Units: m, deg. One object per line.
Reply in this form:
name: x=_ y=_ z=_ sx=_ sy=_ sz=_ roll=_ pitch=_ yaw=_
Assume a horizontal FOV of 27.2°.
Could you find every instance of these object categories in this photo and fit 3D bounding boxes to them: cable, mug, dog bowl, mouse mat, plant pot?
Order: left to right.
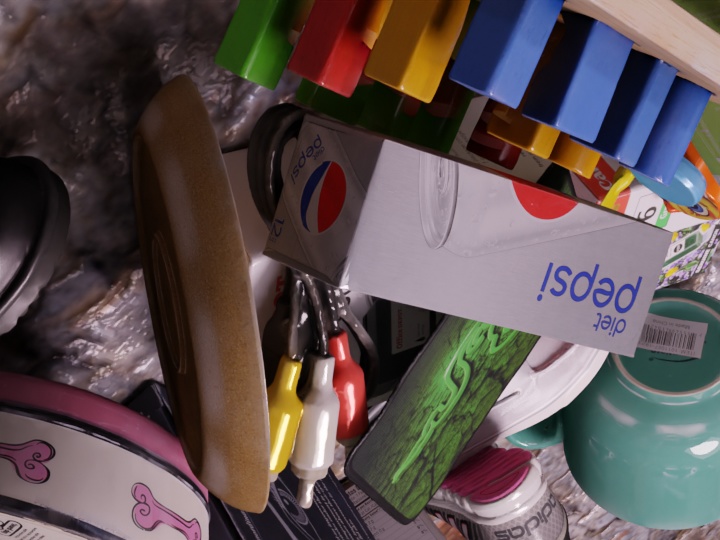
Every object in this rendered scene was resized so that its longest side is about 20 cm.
dog bowl: x=-0.164 y=0.119 z=0.749 sx=0.197 sy=0.075 sz=0.201 roll=10 pitch=152 yaw=5
plant pot: x=-0.077 y=0.013 z=0.680 sx=0.027 sy=0.201 sz=0.202 roll=-11 pitch=139 yaw=-14
cable: x=-0.016 y=0.017 z=0.715 sx=0.096 sy=0.050 sz=0.203 roll=-18 pitch=126 yaw=-40
mouse mat: x=0.066 y=0.045 z=0.818 sx=0.201 sy=0.007 sz=0.161 roll=-56 pitch=157 yaw=-8
mug: x=0.206 y=0.095 z=1.053 sx=0.183 sy=0.152 sz=0.115 roll=-26 pitch=140 yaw=-15

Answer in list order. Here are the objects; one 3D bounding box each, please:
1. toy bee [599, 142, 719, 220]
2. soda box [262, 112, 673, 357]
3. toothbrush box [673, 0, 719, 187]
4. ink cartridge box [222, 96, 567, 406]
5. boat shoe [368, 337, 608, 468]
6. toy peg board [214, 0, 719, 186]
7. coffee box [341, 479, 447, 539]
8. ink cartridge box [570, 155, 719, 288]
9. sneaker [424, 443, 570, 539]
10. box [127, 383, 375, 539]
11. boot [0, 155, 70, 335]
toy bee: x=0.181 y=-0.062 z=0.867 sx=0.130 sy=0.201 sz=0.109 roll=-34 pitch=-179 yaw=-11
soda box: x=0.056 y=-0.014 z=0.697 sx=0.198 sy=0.063 sz=0.069 roll=14 pitch=96 yaw=-39
toothbrush box: x=0.204 y=-0.117 z=0.732 sx=0.086 sy=0.201 sz=0.146 roll=-35 pitch=-170 yaw=-8
ink cartridge box: x=0.000 y=0.000 z=0.824 sx=0.198 sy=0.084 sz=0.146 roll=-15 pitch=137 yaw=-27
boat shoe: x=0.081 y=0.071 z=0.997 sx=0.198 sy=0.073 sz=0.069 roll=-30 pitch=148 yaw=7
toy peg board: x=0.052 y=-0.091 z=0.653 sx=0.199 sy=0.198 sz=0.099 roll=16 pitch=101 yaw=-49
coffee box: x=0.046 y=0.246 z=1.040 sx=0.079 sy=0.200 sz=0.114 roll=-32 pitch=144 yaw=-11
ink cartridge box: x=0.153 y=-0.026 z=0.958 sx=0.198 sy=0.050 sz=0.110 roll=-17 pitch=140 yaw=-28
sneaker: x=0.093 y=0.170 z=1.025 sx=0.073 sy=0.088 sz=0.200 roll=-31 pitch=-176 yaw=-12
box: x=-0.074 y=0.177 z=0.906 sx=0.104 sy=0.149 sz=0.199 roll=-43 pitch=143 yaw=10
boot: x=-0.238 y=-0.003 z=0.619 sx=0.210 sy=0.080 sz=0.158 roll=-38 pitch=145 yaw=1
